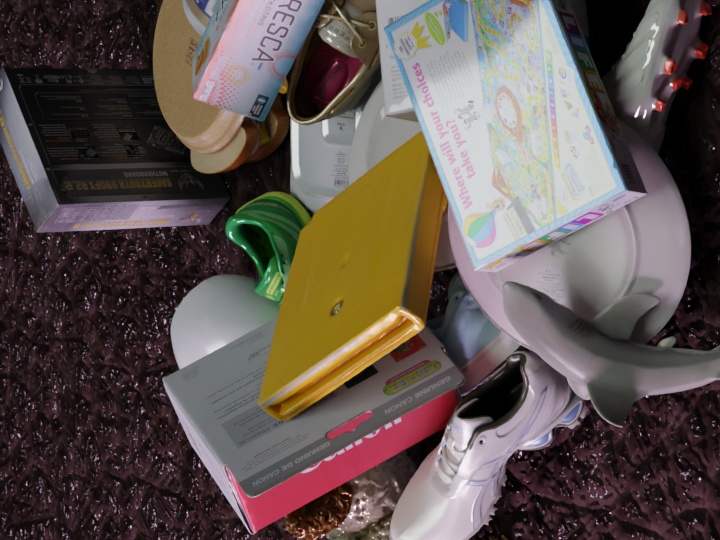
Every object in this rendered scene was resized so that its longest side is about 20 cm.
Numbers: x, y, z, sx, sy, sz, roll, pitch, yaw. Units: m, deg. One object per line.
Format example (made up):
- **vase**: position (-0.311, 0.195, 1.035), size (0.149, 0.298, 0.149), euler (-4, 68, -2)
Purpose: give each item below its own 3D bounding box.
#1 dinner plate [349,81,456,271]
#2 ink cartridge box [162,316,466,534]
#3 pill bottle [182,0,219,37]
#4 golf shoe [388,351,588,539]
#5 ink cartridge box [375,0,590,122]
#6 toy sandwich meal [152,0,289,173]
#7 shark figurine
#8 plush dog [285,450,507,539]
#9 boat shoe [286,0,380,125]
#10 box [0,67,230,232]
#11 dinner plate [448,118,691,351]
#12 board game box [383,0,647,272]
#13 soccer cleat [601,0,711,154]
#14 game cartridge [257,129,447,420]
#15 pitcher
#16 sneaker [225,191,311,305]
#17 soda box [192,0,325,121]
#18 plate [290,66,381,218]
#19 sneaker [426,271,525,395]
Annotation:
- **dinner plate**: position (0.062, -0.099, 1.740), size (0.200, 0.024, 0.200), euler (-12, 71, 38)
- **ink cartridge box**: position (-0.028, 0.112, 1.715), size (0.176, 0.200, 0.084), euler (50, 164, 50)
- **pill bottle**: position (-0.064, -0.283, 1.827), size (0.116, 0.116, 0.200), euler (56, 132, 32)
- **golf shoe**: position (0.081, 0.138, 1.683), size (0.200, 0.097, 0.078), euler (-50, 53, 3)
- **ink cartridge box**: position (0.090, -0.222, 1.652), size (0.146, 0.086, 0.200), euler (-9, 81, 33)
- **toy sandwich meal**: position (-0.124, -0.193, 2.003), size (0.205, 0.070, 0.205), euler (-1, 89, 57)
- **shark figurine**: position (0.209, 0.074, 1.548), size (0.214, 0.090, 0.128), euler (2, 131, 14)
- **plush dog**: position (0.017, 0.202, 1.784), size (0.160, 0.200, 0.172), euler (-27, 103, 22)
- **boat shoe**: position (-0.007, -0.196, 1.773), size (0.074, 0.069, 0.200), euler (32, 129, 10)
- **box**: position (-0.239, -0.116, 2.050), size (0.048, 0.200, 0.158), euler (-45, 60, 41)
- **dinner plate**: position (0.147, -0.025, 1.593), size (0.200, 0.024, 0.200), euler (12, 113, 31)
- **board game box**: position (0.109, -0.117, 1.564), size (0.134, 0.034, 0.200), euler (-28, 74, 28)
- **soccer cleat**: position (0.196, -0.128, 1.578), size (0.078, 0.069, 0.200), euler (27, 121, 27)
- **game cartridge**: position (0.000, 0.000, 1.664), size (0.176, 0.032, 0.200), euler (-36, 29, 40)
- **pitcher**: position (-0.081, 0.111, 1.957), size (0.200, 0.121, 0.172), euler (41, 142, 28)
- **sneaker**: position (-0.049, 0.017, 1.903), size (0.200, 0.084, 0.074), euler (48, 137, 24)
- **soda box**: position (-0.072, -0.222, 1.761), size (0.064, 0.068, 0.200), euler (-94, 28, -49)
- **plate**: position (-0.007, -0.134, 1.880), size (0.200, 0.032, 0.200), euler (10, 103, 51)
- **sneaker**: position (0.106, 0.027, 1.704), size (0.082, 0.074, 0.200), euler (51, 136, 6)
